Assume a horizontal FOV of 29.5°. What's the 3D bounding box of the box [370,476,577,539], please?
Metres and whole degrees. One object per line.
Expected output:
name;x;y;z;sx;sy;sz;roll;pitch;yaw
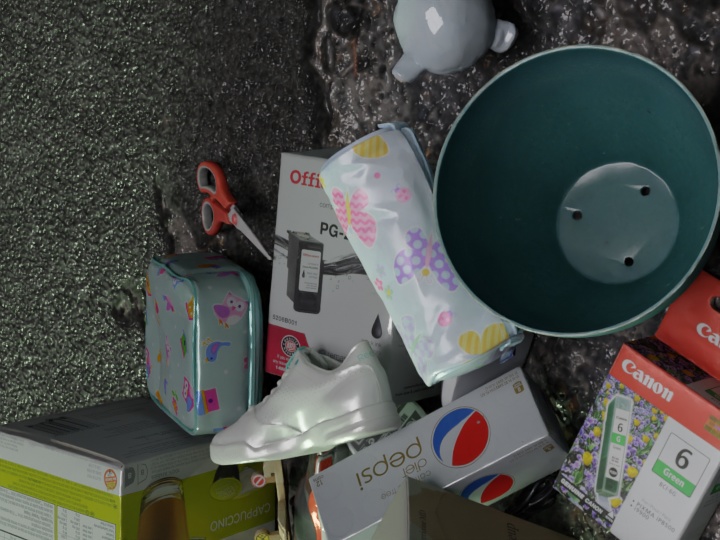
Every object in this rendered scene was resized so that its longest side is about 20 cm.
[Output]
box;0.109;0.241;1.028;0.200;0.095;0.078;21;114;-10

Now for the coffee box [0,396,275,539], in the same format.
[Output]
coffee box;-0.217;0.244;1.307;0.200;0.200;0.198;7;99;39

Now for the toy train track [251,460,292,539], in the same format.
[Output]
toy train track;-0.078;0.255;1.264;0.032;0.115;0.200;-6;110;0

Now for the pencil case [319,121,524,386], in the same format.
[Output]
pencil case;0.046;-0.012;1.037;0.091;0.083;0.200;-41;73;47

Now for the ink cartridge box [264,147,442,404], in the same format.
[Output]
ink cartridge box;0.000;0.000;1.175;0.145;0.083;0.200;12;103;39

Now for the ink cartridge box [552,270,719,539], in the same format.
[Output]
ink cartridge box;0.232;0.107;1.008;0.109;0.050;0.200;37;117;32

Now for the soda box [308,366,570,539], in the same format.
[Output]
soda box;0.064;0.159;1.090;0.200;0.064;0.068;-30;53;14

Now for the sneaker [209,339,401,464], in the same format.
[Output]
sneaker;-0.052;0.110;1.143;0.200;0.075;0.089;-20;79;37

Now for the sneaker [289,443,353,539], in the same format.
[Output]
sneaker;-0.037;0.204;1.235;0.082;0.077;0.200;11;101;46

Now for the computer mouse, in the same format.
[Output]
computer mouse;0.068;0.168;1.151;0.110;0.044;0.200;-51;51;-3

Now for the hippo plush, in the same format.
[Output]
hippo plush;0.071;-0.241;1.060;0.159;0.200;0.161;-25;100;4

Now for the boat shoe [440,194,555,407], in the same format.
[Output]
boat shoe;0.098;0.024;1.105;0.066;0.072;0.200;35;121;48

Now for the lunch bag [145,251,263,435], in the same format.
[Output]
lunch bag;-0.147;0.069;1.273;0.200;0.077;0.161;-158;66;-68

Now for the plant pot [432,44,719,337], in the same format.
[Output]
plant pot;0.169;-0.045;0.979;0.200;0.135;0.200;-4;80;24

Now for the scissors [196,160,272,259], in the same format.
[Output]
scissors;-0.119;-0.058;1.264;0.200;0.014;0.073;-155;64;-66
